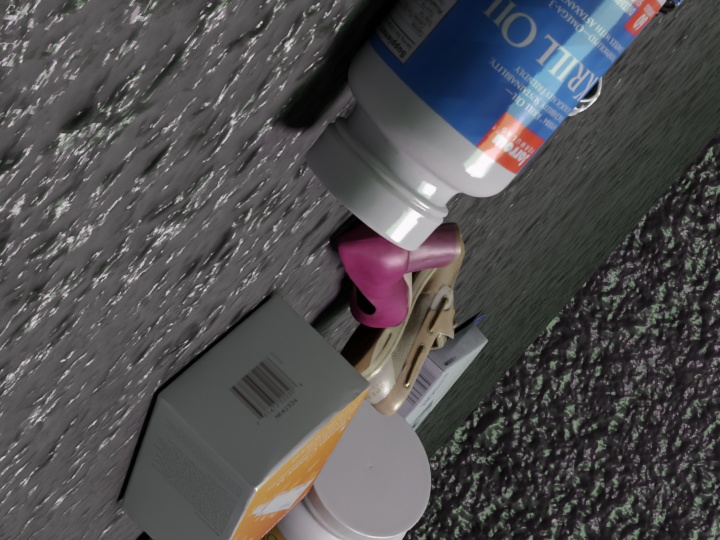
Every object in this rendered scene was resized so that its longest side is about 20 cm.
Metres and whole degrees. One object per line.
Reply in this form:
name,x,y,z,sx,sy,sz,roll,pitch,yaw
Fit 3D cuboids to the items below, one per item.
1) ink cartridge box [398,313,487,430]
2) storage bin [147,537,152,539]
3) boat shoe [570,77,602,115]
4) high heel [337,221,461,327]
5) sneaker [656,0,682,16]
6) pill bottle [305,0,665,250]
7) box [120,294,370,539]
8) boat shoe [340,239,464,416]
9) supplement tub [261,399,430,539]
ink cartridge box,0.083,0.159,2.205,0.200,0.041,0.200,-53,168,29
storage bin,-0.212,0.344,1.552,0.200,0.094,0.199,-46,170,-5
boat shoe,0.146,-0.148,1.235,0.072,0.068,0.200,-44,169,-17
high heel,0.000,0.000,1.310,0.096,0.068,0.200,-2,159,-20
sneaker,0.229,-0.253,1.180,0.078,0.075,0.200,-45,172,-31
pill bottle,0.064,-0.111,0.918,0.200,0.112,0.112,-50,169,12
box,-0.089,0.130,1.240,0.124,0.097,0.200,-41,168,-31
boat shoe,0.046,0.042,1.447,0.072,0.065,0.200,-31,-161,44
supplement tub,-0.044,0.200,1.454,0.145,0.145,0.200,-38,180,-41
